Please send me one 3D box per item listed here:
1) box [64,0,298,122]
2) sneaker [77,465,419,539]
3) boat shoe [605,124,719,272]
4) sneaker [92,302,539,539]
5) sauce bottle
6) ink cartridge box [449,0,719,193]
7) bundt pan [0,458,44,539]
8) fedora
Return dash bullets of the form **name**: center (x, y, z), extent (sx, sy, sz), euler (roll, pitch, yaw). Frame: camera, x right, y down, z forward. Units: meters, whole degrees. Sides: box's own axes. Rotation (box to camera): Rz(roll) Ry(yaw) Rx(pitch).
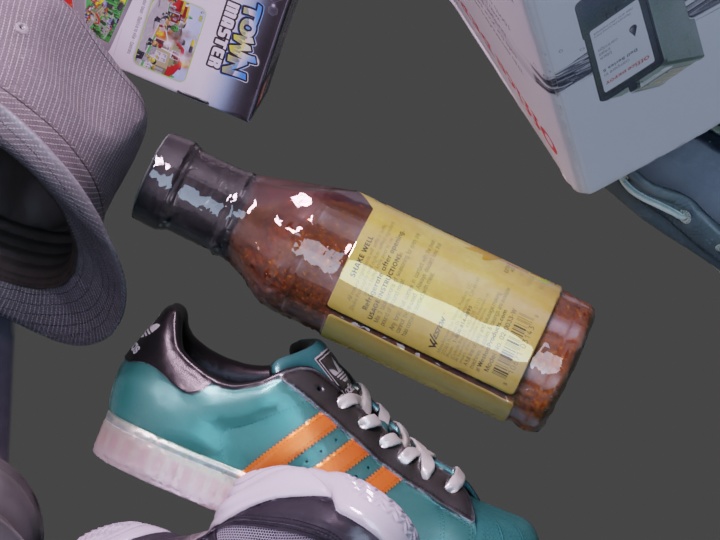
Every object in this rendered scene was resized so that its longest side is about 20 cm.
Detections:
- **box**: center (-0.064, -0.171, 1.108), extent (0.110, 0.035, 0.201), euler (23, 121, 2)
- **sneaker**: center (-0.066, 0.151, 1.078), extent (0.199, 0.114, 0.076), euler (-19, 120, 40)
- **boat shoe**: center (0.184, -0.016, 1.130), extent (0.199, 0.062, 0.073), euler (31, 92, 2)
- **sneaker**: center (-0.011, 0.076, 1.135), extent (0.199, 0.071, 0.080), euler (20, 94, 3)
- **sauce bottle**: center (0.000, 0.000, 1.137), extent (0.199, 0.066, 0.066), euler (27, 91, 1)
- **ink cartridge box**: center (0.073, -0.148, 1.044), extent (0.084, 0.200, 0.146), euler (-28, 57, -3)
- **bundt pan**: center (-0.181, 0.161, 1.086), extent (0.075, 0.202, 0.203), euler (15, 91, -8)
- **fedora**: center (-0.160, -0.067, 1.114), extent (0.199, 0.177, 0.091), euler (29, 62, 8)
